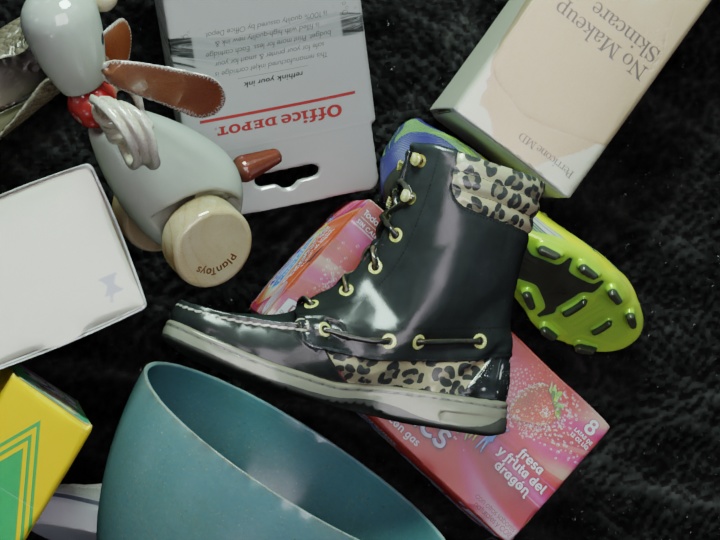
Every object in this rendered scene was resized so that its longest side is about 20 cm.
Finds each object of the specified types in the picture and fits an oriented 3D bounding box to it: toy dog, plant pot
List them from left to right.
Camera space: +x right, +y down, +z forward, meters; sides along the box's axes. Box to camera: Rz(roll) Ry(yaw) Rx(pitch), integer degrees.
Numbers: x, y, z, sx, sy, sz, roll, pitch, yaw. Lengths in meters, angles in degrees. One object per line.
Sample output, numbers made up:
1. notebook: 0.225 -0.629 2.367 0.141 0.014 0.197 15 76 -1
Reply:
1. toy dog: -0.106 -0.084 1.585 0.096 0.200 0.132 -38 57 -14
2. plant pot: -0.068 0.161 1.574 0.199 0.200 0.135 31 97 -8

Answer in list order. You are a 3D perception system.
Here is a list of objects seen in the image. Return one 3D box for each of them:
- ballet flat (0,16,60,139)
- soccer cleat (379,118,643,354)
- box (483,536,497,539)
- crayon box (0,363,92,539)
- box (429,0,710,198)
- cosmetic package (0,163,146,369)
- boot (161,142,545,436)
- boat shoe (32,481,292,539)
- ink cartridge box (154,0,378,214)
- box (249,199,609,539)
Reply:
1. ballet flat: -0.236 -0.084 1.657 0.200 0.046 0.068 -39 104 -14
2. soccer cleat: 0.095 -0.023 1.712 0.200 0.084 0.065 34 122 -23
3. box: 0.009 0.228 1.680 0.199 0.117 0.060 -21 97 -9
4. crayon box: -0.221 0.138 1.599 0.058 0.200 0.173 31 87 -8
5. box: 0.139 -0.148 1.708 0.095 0.078 0.200 35 86 -9
6. cosmetic package: -0.183 -0.002 1.600 0.103 0.200 0.088 -21 93 -8
7. boot: 0.000 0.000 1.595 0.202 0.073 0.155 15 87 -13
8. boat shoe: -0.097 0.138 1.689 0.199 0.071 0.070 8 74 -9
9. ink cartridge box: -0.059 -0.140 1.663 0.115 0.068 0.201 -11 118 -7
10. box: 0.039 0.057 1.687 0.200 0.100 0.096 43 86 -7
